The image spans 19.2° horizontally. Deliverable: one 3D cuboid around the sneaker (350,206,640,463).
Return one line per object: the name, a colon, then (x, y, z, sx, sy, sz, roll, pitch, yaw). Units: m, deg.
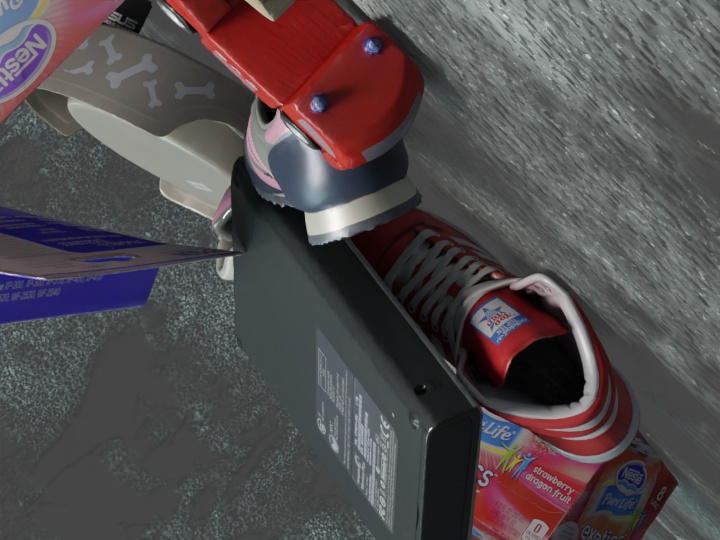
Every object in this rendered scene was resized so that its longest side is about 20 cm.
sneaker: (0.048, 0.017, 1.046, 0.200, 0.071, 0.112, 35, 177, 18)

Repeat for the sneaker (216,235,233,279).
sneaker: (-0.056, -0.020, 1.558, 0.200, 0.099, 0.078, 45, 176, -19)

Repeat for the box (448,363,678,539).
box: (0.083, 0.111, 1.326, 0.200, 0.100, 0.095, 28, 168, 39)

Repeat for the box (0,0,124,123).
box: (-0.192, -0.128, 0.974, 0.095, 0.200, 0.103, 48, 173, -38)

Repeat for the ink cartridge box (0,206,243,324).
ink cartridge box: (-0.189, -0.002, 1.045, 0.200, 0.043, 0.198, 10, -172, 23)

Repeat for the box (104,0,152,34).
box: (-0.250, -0.217, 1.451, 0.160, 0.044, 0.200, 23, -171, -33)

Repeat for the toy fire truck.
toy fire truck: (-0.052, -0.117, 0.760, 0.200, 0.049, 0.141, 44, 176, -7)

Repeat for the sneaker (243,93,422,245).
sneaker: (-0.022, -0.072, 0.977, 0.200, 0.070, 0.082, -142, 29, -72)

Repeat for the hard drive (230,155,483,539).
hard drive: (-0.007, 0.050, 1.067, 0.200, 0.033, 0.140, 52, 154, 36)

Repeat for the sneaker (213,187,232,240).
sneaker: (0.000, 0.000, 1.179, 0.200, 0.082, 0.070, 40, 175, 35)

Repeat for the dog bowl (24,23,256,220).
dog bowl: (-0.116, -0.090, 1.370, 0.200, 0.059, 0.200, 27, 171, 4)
